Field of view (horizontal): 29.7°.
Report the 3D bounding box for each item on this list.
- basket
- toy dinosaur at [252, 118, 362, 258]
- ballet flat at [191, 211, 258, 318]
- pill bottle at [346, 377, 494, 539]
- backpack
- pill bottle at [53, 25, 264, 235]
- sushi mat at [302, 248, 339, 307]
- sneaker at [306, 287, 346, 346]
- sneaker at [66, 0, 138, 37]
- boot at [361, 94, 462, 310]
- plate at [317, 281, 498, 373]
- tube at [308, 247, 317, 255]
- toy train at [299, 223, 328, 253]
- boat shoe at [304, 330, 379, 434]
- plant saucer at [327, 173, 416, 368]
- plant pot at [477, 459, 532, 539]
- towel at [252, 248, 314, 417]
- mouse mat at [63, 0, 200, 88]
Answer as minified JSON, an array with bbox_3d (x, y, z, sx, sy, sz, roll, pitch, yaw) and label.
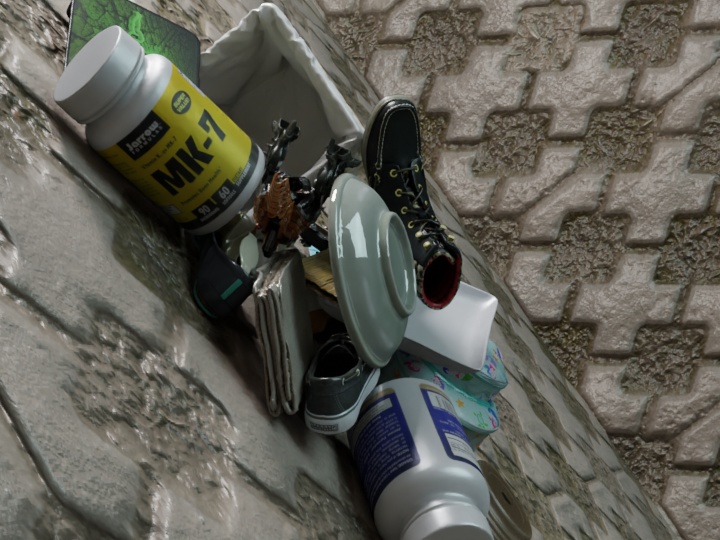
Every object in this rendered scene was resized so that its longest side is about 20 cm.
[{"bbox_3d":[-0.108,-0.167,1.591,0.199,0.199,0.161,55,9,9],"label":"basket"},{"bbox_3d":[-0.068,-0.076,1.413,0.101,0.137,0.200,27,-5,-17],"label":"toy dinosaur"},{"bbox_3d":[-0.132,-0.020,1.380,0.073,0.073,0.201,48,12,-23],"label":"ballet flat"},{"bbox_3d":[0.063,0.214,1.355,0.120,0.119,0.201,45,14,-35],"label":"pill bottle"},{"bbox_3d":[0.089,0.138,1.642,0.177,0.151,0.201,36,25,-16],"label":"backpack"},{"bbox_3d":[-0.198,-0.137,1.334,0.200,0.114,0.115,42,15,-30],"label":"pill bottle"},{"bbox_3d":[0.000,0.000,1.548,0.095,0.012,0.199,30,25,21],"label":"sushi mat"},{"bbox_3d":[-0.032,0.058,1.598,0.199,0.072,0.086,10,56,-65],"label":"sneaker"},{"bbox_3d":[-0.264,-0.226,1.497,0.087,0.076,0.201,4,47,-54],"label":"sneaker"},{"bbox_3d":[0.061,-0.073,1.483,0.154,0.072,0.206,-131,-143,-49],"label":"boot"},{"bbox_3d":[0.055,0.044,1.560,0.197,0.033,0.200,23,25,2],"label":"plate"},{"bbox_3d":[-0.001,0.031,1.842,0.200,0.050,0.078,43,11,-26],"label":"tube"},{"bbox_3d":[-0.044,-0.036,1.706,0.199,0.034,0.046,34,20,19],"label":"toy train"},{"bbox_3d":[-0.018,0.098,1.376,0.200,0.067,0.058,-73,162,-69],"label":"boat shoe"},{"bbox_3d":[0.020,-0.003,1.388,0.200,0.049,0.203,-10,90,-74],"label":"plant saucer"},{"bbox_3d":[0.126,0.278,1.498,0.202,0.092,0.201,51,12,-16],"label":"plant pot"},{"bbox_3d":[-0.075,0.058,1.347,0.200,0.034,0.135,-65,148,-80],"label":"towel"},{"bbox_3d":[-0.241,-0.222,1.449,0.159,0.008,0.202,23,42,-28],"label":"mouse mat"}]
